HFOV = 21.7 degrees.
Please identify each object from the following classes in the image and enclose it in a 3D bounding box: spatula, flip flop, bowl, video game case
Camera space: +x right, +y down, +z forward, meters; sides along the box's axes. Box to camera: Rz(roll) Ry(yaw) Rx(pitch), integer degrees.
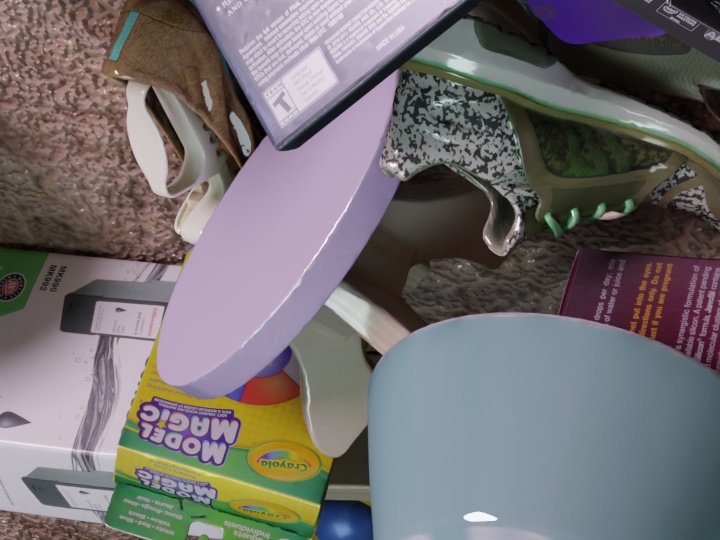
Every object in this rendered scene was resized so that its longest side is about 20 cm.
[{"bbox_3d":[0.050,-0.127,0.823,0.200,0.021,0.057,16,160,42],"label":"spatula"},{"bbox_3d":[0.173,-0.088,0.809,0.199,0.058,0.081,9,141,13],"label":"flip flop"},{"bbox_3d":[0.086,0.120,0.836,0.200,0.105,0.201,13,144,9],"label":"bowl"},{"bbox_3d":[-0.029,-0.170,0.747,0.143,0.019,0.200,-36,77,30],"label":"video game case"}]

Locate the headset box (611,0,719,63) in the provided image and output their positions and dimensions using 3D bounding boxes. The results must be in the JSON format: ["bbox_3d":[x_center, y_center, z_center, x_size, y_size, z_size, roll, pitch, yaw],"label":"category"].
[{"bbox_3d":[0.146,-0.155,0.679,0.149,0.200,0.077,26,142,-14],"label":"headset box"}]

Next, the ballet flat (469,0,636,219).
[{"bbox_3d":[0.072,-0.094,0.899,0.069,0.070,0.200,-23,128,41],"label":"ballet flat"}]

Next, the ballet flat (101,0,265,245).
[{"bbox_3d":[-0.080,-0.058,0.992,0.068,0.072,0.200,15,149,36],"label":"ballet flat"}]

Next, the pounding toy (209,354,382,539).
[{"bbox_3d":[-0.035,0.165,1.209,0.199,0.142,0.184,-2,139,22],"label":"pounding toy"}]

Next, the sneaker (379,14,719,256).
[{"bbox_3d":[0.086,-0.044,0.849,0.200,0.089,0.077,23,180,-23],"label":"sneaker"}]

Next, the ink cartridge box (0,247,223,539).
[{"bbox_3d":[-0.149,0.071,1.130,0.199,0.146,0.084,5,142,14],"label":"ink cartridge box"}]

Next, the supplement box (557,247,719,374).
[{"bbox_3d":[0.195,0.061,0.869,0.199,0.086,0.111,5,143,20],"label":"supplement box"}]

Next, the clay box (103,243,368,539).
[{"bbox_3d":[-0.060,0.063,1.039,0.115,0.200,0.048,16,143,0],"label":"clay box"}]

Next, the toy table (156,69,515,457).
[{"bbox_3d":[0.000,0.000,0.942,0.117,0.184,0.200,29,121,-28],"label":"toy table"}]
